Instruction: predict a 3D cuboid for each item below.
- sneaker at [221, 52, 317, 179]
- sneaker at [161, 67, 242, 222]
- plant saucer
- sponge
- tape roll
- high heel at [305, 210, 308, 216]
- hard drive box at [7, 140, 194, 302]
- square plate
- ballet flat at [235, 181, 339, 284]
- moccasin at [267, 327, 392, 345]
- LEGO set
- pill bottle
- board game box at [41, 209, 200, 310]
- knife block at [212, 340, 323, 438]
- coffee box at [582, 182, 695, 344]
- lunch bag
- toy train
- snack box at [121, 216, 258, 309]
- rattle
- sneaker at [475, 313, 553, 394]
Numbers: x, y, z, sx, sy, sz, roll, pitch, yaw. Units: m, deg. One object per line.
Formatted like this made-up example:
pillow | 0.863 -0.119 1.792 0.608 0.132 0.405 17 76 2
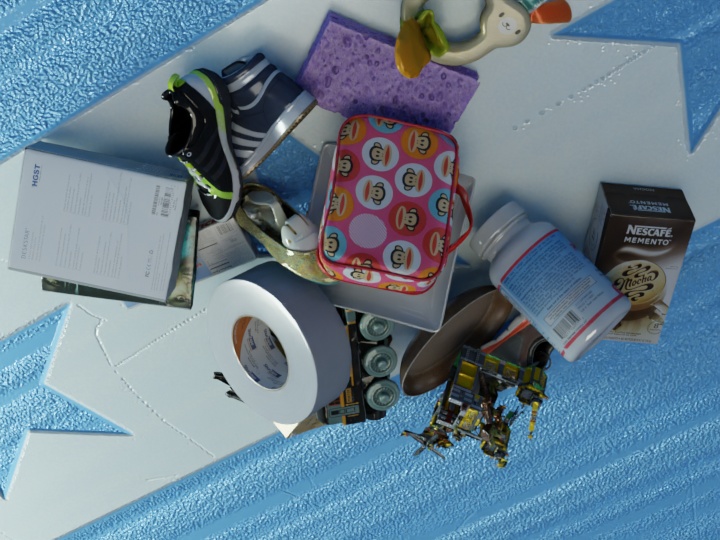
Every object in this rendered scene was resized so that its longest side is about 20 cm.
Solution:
sneaker | -0.145 -0.181 1.440 0.108 0.070 0.200 44 132 -7
sneaker | -0.196 -0.141 1.398 0.083 0.072 0.200 -30 128 -35
plant saucer | 0.123 0.088 1.592 0.200 0.032 0.200 -36 157 -18
sponge | 0.030 -0.223 1.435 0.200 0.030 0.112 19 123 -16
tape roll | -0.105 0.091 1.510 0.200 0.066 0.201 23 127 35
high heel | 0.000 0.000 1.562 0.200 0.067 0.096 21 112 -9
hard drive box | -0.318 -0.062 1.470 0.200 0.077 0.156 12 103 -2
square plate | 0.027 -0.042 1.492 0.200 0.028 0.199 14 95 11
ballet flat | -0.091 -0.051 1.465 0.071 0.200 0.071 -26 133 -30
moccasin | -0.051 0.075 1.618 0.201 0.074 0.078 24 107 -13
LEGO set | 0.159 0.205 1.606 0.154 0.116 0.200 28 135 -7
pill bottle | 0.235 0.010 1.507 0.200 0.109 0.109 47 119 14
board game box | -0.312 -0.025 1.544 0.200 0.028 0.136 7 115 0
knife block | -0.109 0.143 1.680 0.200 0.176 0.064 -10 145 -53
coffee box | 0.352 -0.008 1.562 0.113 0.080 0.200 4 125 -3
lunch bag | 0.046 -0.076 1.406 0.176 0.200 0.082 11 163 0
toy train | -0.013 0.112 1.564 0.114 0.085 0.200 -10 115 -9
snack box | -0.240 -0.013 1.579 0.200 0.024 0.072 -21 122 13
rattle | 0.143 -0.278 1.338 0.200 0.143 0.130 6 107 2
sneaker | 0.206 0.135 1.644 0.077 0.082 0.200 7 132 -47
